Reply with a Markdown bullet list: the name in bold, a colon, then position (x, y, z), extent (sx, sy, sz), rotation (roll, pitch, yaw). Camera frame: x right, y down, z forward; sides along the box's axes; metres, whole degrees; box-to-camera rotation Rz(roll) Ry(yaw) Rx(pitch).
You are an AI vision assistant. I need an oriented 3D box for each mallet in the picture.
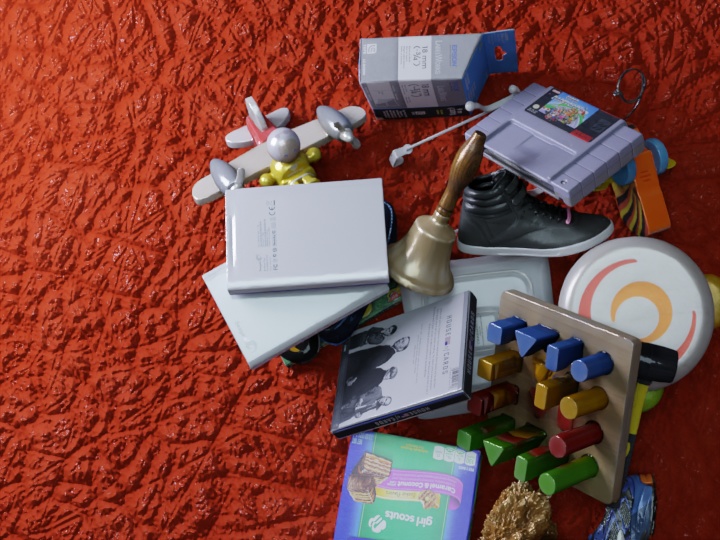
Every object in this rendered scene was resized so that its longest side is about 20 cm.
- **mallet**: position (0.304, 0.176, 1.313), extent (0.065, 0.041, 0.203), rotation (19, 104, 5)

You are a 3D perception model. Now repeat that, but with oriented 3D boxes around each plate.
- **plate**: position (0.156, 0.079, 1.460), extent (0.197, 0.032, 0.203), rotation (-7, 81, 4)

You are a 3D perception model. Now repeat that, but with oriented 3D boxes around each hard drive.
- **hard drive**: position (-0.067, -0.042, 1.405), extent (0.197, 0.025, 0.134), rotation (-4, 71, 1)
- **hard drive**: position (-0.081, 0.017, 1.421), extent (0.198, 0.026, 0.133), rotation (-29, 79, -7)

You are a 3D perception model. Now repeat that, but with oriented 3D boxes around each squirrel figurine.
- **squirrel figurine**: position (0.178, 0.352, 1.323), extent (0.140, 0.186, 0.203), rotation (-22, 64, 31)

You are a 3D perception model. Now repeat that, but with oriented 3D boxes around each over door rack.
- **over door rack**: position (0.153, -0.138, 1.494), extent (0.198, 0.067, 0.149), rotation (-28, 75, 4)

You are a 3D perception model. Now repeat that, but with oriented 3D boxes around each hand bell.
- **hand bell**: position (0.107, -0.079, 1.388), extent (0.103, 0.104, 0.202), rotation (33, 120, 14)

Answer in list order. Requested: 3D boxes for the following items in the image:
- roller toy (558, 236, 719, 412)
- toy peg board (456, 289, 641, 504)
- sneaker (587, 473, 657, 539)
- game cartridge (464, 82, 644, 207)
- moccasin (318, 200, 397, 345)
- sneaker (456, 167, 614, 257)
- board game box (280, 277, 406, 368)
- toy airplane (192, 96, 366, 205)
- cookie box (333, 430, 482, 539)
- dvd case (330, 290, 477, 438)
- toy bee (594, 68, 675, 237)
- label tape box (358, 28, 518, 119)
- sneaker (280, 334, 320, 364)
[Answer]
- **roller toy**: position (0.334, 0.049, 1.388), extent (0.182, 0.140, 0.200), rotation (43, 97, 7)
- **toy peg board**: position (0.207, 0.152, 1.323), extent (0.199, 0.097, 0.202), rotation (22, 115, 45)
- **sneaker**: position (0.314, 0.346, 1.378), extent (0.077, 0.075, 0.203), rotation (4, 72, 20)
- **game cartridge**: position (0.236, -0.161, 1.392), extent (0.129, 0.039, 0.200), rotation (-40, 43, -12)
- **moccasin**: position (0.000, 0.000, 1.471), extent (0.079, 0.068, 0.203), rotation (15, 80, 12)
- **sneaker**: position (0.215, -0.076, 1.411), extent (0.197, 0.071, 0.101), rotation (-2, 119, 9)
- **board game box**: position (-0.036, 0.035, 1.518), extent (0.198, 0.023, 0.106), rotation (-31, 78, 3)
- **toy airplane**: position (-0.104, -0.154, 1.503), extent (0.196, 0.141, 0.203), rotation (15, 69, 5)
- **cookie box**: position (0.057, 0.313, 1.421), extent (0.168, 0.075, 0.203), rotation (8, 81, 12)
- **dvd case**: position (0.054, 0.117, 1.411), extent (0.198, 0.025, 0.152), rotation (-21, 44, 31)
- **toy bee**: position (0.345, -0.147, 1.456), extent (0.129, 0.109, 0.203), rotation (6, 93, -20)
- **label tape box**: position (0.106, -0.252, 1.483), extent (0.197, 0.144, 0.064), rotation (-1, 78, 10)
- **sneaker**: position (-0.120, 0.029, 1.475), extent (0.069, 0.090, 0.202), rotation (-28, 74, 3)
